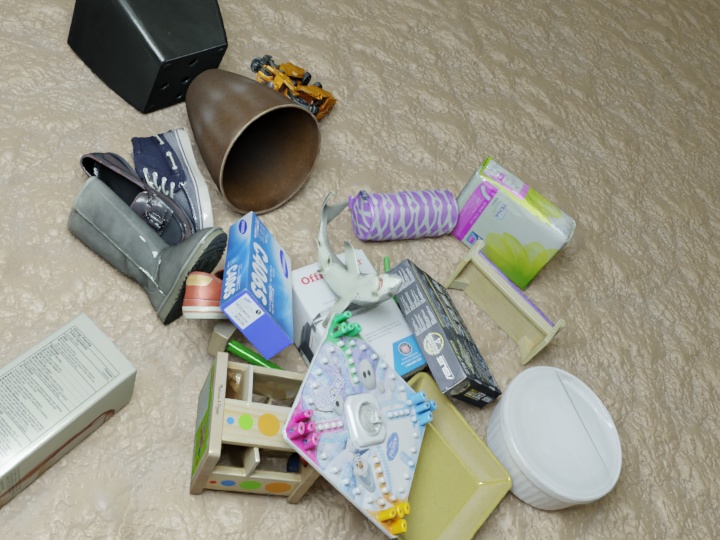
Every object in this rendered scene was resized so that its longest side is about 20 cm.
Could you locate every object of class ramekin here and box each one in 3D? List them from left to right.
[{"bbox_3d":[0.276,0.253,1.028,0.197,0.095,0.207,13,51,-17],"label":"ramekin"}]

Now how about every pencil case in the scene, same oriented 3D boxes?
[{"bbox_3d":[0.073,-0.098,1.193,0.195,0.086,0.086,-3,34,-30],"label":"pencil case"}]

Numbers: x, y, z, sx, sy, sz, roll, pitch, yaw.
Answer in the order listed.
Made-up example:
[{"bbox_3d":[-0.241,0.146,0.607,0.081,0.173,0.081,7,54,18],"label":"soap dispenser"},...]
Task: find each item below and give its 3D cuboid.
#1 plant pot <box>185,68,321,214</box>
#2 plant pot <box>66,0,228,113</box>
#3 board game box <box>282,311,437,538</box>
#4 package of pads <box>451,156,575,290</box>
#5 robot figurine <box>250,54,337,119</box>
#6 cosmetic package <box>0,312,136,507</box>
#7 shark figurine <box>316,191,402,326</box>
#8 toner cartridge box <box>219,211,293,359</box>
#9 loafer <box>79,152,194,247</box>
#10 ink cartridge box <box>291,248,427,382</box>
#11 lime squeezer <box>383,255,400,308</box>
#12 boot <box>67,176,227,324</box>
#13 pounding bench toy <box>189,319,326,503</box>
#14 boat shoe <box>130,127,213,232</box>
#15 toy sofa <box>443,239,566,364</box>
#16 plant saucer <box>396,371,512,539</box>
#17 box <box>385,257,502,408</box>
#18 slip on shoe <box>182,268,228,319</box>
[{"bbox_3d":[-0.191,-0.226,1.102,0.184,0.190,0.200,-21,52,-36],"label":"plant pot"},{"bbox_3d":[-0.327,-0.380,1.130,0.198,0.199,0.180,-32,85,-39],"label":"plant pot"},{"bbox_3d":[0.011,0.180,0.853,0.200,0.026,0.202,47,39,-20],"label":"board game box"},{"bbox_3d":[0.257,-0.083,1.221,0.198,0.155,0.068,37,48,3],"label":"package of pads"},{"bbox_3d":[-0.117,-0.311,1.213,0.144,0.059,0.199,42,23,7],"label":"robot figurine"},{"bbox_3d":[-0.361,0.156,0.781,0.103,0.088,0.199,42,50,9],"label":"cosmetic package"},{"bbox_3d":[-0.015,-0.001,0.982,0.088,0.129,0.216,19,27,-44],"label":"shark figurine"},{"bbox_3d":[-0.129,0.013,0.892,0.096,0.042,0.202,54,13,-29],"label":"toner cartridge box"},{"bbox_3d":[-0.321,-0.096,0.986,0.199,0.073,0.063,41,10,14],"label":"loafer"},{"bbox_3d":[-0.015,0.088,1.007,0.142,0.084,0.203,-19,67,-35],"label":"ink cartridge box"},{"bbox_3d":[0.072,0.059,1.104,0.069,0.038,0.203,-17,65,-35],"label":"lime squeezer"},{"bbox_3d":[-0.285,-0.050,0.920,0.201,0.182,0.072,48,26,10],"label":"boot"},{"bbox_3d":[-0.118,0.164,0.872,0.152,0.125,0.205,11,52,-19],"label":"pounding bench toy"},{"bbox_3d":[-0.284,-0.125,1.043,0.090,0.076,0.203,-11,55,-23],"label":"boat shoe"},{"bbox_3d":[0.245,0.046,1.170,0.200,0.083,0.097,45,50,10],"label":"toy sofa"},{"bbox_3d":[0.082,0.272,0.939,0.198,0.049,0.201,-34,80,-37],"label":"plant saucer"},{"bbox_3d":[0.124,0.095,1.032,0.161,0.048,0.203,34,26,-58],"label":"box"},{"bbox_3d":[-0.170,0.030,0.925,0.072,0.199,0.063,-1,89,18],"label":"slip on shoe"}]
